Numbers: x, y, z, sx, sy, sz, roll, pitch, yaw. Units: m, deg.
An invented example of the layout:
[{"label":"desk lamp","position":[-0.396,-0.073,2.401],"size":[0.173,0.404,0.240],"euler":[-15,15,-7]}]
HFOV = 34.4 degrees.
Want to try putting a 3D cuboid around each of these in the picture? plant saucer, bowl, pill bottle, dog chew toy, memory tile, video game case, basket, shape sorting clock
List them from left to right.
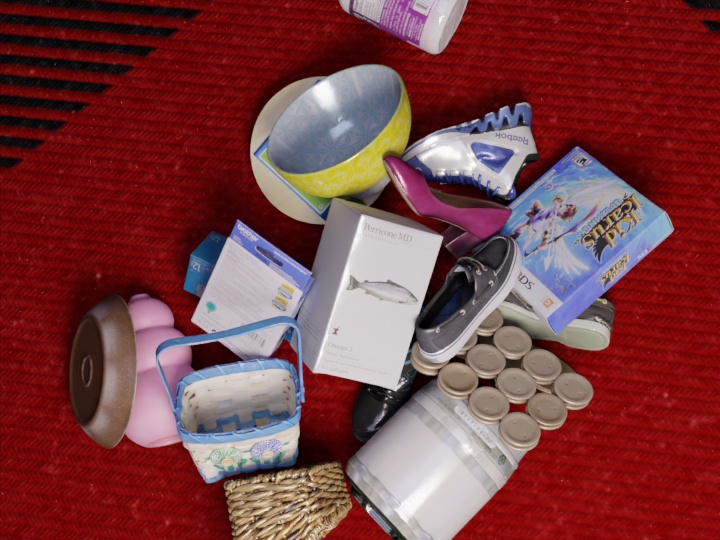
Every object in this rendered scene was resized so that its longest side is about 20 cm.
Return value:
[{"label":"plant saucer","position":[-0.344,0.132,1.525],"size":[0.036,0.200,0.203],"euler":[3,83,-32]},{"label":"dog chew toy","position":[-0.276,0.129,1.551],"size":[0.123,0.125,0.202],"euler":[-17,75,5]},{"label":"basket","position":[-0.148,0.154,1.434],"size":[0.174,0.139,0.202],"euler":[-11,120,-4]},{"label":"basket","position":[-0.078,0.323,1.465],"size":[0.141,0.200,0.151],"euler":[-11,81,4]},{"label":"shape sorting clock","position":[-0.052,-0.163,1.590],"size":[0.197,0.039,0.203],"euler":[0,87,4]},{"label":"bowl","position":[-0.010,-0.159,1.503],"size":[0.198,0.108,0.201],"euler":[-21,40,18]},{"label":"pill bottle","position":[0.040,-0.382,1.566],"size":[0.199,0.112,0.113],"euler":[28,88,9]},{"label":"memory tile","position":[0.171,0.128,1.428],"size":[0.153,0.017,0.200],"euler":[-31,57,-33]},{"label":"video game case","position":[0.264,-0.044,1.487],"size":[0.200,0.046,0.181],"euler":[-41,46,-2]}]

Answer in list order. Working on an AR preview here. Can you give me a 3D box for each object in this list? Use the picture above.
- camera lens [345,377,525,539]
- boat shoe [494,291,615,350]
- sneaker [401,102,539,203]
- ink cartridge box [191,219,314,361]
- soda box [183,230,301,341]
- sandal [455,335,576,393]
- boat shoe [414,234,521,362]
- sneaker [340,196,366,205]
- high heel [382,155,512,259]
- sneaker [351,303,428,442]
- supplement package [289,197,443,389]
[{"label":"camera lens","position":[0.092,0.246,1.467],"size":[0.200,0.160,0.160],"euler":[-44,81,-6]},{"label":"boat shoe","position":[0.232,0.051,1.525],"size":[0.199,0.072,0.061],"euler":[13,59,16]},{"label":"sneaker","position":[0.153,-0.136,1.544],"size":[0.198,0.081,0.116],"euler":[-21,80,2]},{"label":"ink cartridge box","position":[-0.134,0.028,1.481],"size":[0.119,0.042,0.201],"euler":[36,134,7]},{"label":"soda box","position":[-0.132,0.027,1.556],"size":[0.198,0.068,0.065],"euler":[25,128,9]},{"label":"sandal","position":[0.187,0.134,1.526],"size":[0.210,0.078,0.070],"euler":[24,125,-9]},{"label":"boat shoe","position":[0.129,0.020,1.433],"size":[0.070,0.067,0.200],"euler":[22,62,41]},{"label":"sneaker","position":[0.000,0.000,1.540],"size":[0.073,0.084,0.202],"euler":[-18,94,1]},{"label":"high heel","position":[0.109,-0.101,1.459],"size":[0.096,0.200,0.068],"euler":[-40,43,7]},{"label":"sneaker","position":[0.041,0.129,1.523],"size":[0.073,0.082,0.201],"euler":[27,84,31]},{"label":"supplement package","position":[0.005,0.027,1.443],"size":[0.116,0.117,0.202],"euler":[14,99,-21]}]
